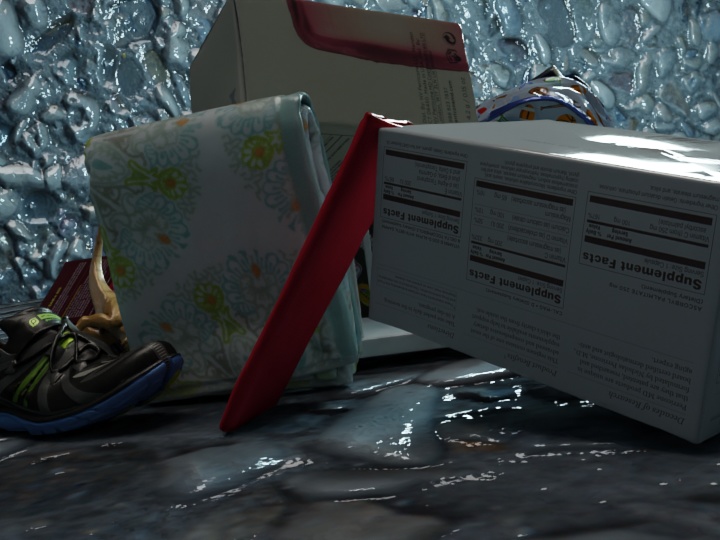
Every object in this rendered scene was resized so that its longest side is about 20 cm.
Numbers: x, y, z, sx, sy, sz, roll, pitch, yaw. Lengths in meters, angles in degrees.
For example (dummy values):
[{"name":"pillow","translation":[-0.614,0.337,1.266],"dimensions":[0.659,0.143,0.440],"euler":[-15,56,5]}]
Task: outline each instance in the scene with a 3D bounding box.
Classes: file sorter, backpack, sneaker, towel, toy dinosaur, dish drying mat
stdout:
[{"name":"file sorter","translation":[0.000,0.000,0.731],"dimensions":[0.200,0.125,0.139],"euler":[-8,2,7]},{"name":"backpack","translation":[0.190,-0.118,1.006],"dimensions":[0.190,0.200,0.154],"euler":[-31,20,29]},{"name":"sneaker","translation":[-0.210,0.065,0.615],"dimensions":[0.199,0.083,0.071],"euler":[-6,5,30]},{"name":"towel","translation":[-0.095,-0.009,0.625],"dimensions":[0.171,0.200,0.048],"euler":[-9,8,16]},{"name":"toy dinosaur","translation":[-0.245,0.045,0.890],"dimensions":[0.106,0.060,0.200],"euler":[-34,55,-24]},{"name":"dish drying mat","translation":[-0.026,0.001,0.530],"dimensions":[0.018,0.200,0.077],"euler":[31,15,12]}]

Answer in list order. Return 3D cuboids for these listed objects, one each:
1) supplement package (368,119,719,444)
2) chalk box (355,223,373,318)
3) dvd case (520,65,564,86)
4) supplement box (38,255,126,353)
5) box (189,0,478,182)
[{"name":"supplement package","translation":[0.129,-0.012,0.470],"dimensions":[0.156,0.111,0.200],"euler":[-10,20,-42]},{"name":"chalk box","translation":[-0.022,-0.020,0.901],"dimensions":[0.200,0.125,0.124],"euler":[-45,22,-22]},{"name":"dvd case","translation":[0.234,-0.134,1.082],"dimensions":[0.149,0.200,0.016],"euler":[-29,24,43]},{"name":"supplement box","translation":[-0.249,0.035,0.974],"dimensions":[0.200,0.061,0.109],"euler":[-6,42,23]},{"name":"box","translation":[-0.024,-0.136,0.730],"dimensions":[0.200,0.109,0.128],"euler":[1,-17,-27]}]
